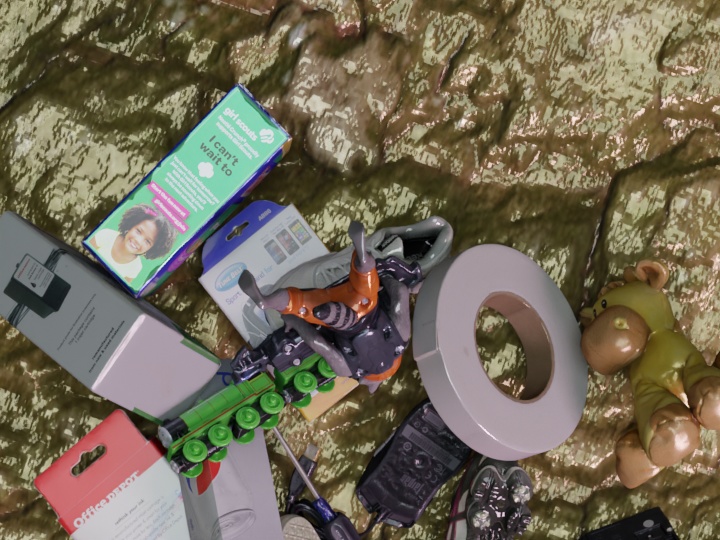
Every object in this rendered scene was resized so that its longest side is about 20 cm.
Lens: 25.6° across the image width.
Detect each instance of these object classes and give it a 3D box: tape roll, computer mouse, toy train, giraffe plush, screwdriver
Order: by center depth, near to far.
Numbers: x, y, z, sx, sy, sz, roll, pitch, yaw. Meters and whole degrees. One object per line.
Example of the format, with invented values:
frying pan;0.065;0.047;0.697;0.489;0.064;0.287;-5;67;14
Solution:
toy train;-0.101;0.121;1.449;0.199;0.042;0.056;-30;68;-31
tape roll;0.132;0.075;1.476;0.201;0.037;0.205;17;62;-36
giraffe plush;0.276;0.079;1.478;0.172;0.200;0.163;-40;84;22
screwdriver;-0.051;0.202;1.497;0.029;0.028;0.201;-31;98;35
computer mouse;0.015;0.189;1.530;0.140;0.046;0.201;29;99;-4

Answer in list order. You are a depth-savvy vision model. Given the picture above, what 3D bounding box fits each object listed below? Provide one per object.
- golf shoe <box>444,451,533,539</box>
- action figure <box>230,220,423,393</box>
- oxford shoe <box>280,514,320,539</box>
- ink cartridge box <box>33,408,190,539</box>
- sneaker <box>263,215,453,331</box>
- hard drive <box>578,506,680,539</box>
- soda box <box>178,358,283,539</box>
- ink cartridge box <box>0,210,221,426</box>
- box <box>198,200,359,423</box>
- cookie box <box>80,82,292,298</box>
golf shoe;0.114;0.260;1.518;0.076;0.088;0.202;12;111;-13
action figure;-0.031;0.056;1.387;0.199;0.194;0.105;-35;52;5
oxford shoe;-0.047;0.323;1.514;0.057;0.075;0.202;-13;108;40
ink cartridge box;-0.204;0.241;1.509;0.116;0.067;0.201;-39;90;-3
sneaker;0.000;0.000;1.477;0.199;0.081;0.076;-24;75;-21
hard drive;0.250;0.308;1.459;0.138;0.200;0.038;-20;117;-2
soda box;-0.127;0.185;1.471;0.068;0.063;0.202;4;62;-34
ink cartridge box;-0.245;0.045;1.439;0.199;0.146;0.083;34;88;32
box;-0.064;0.032;1.534;0.119;0.041;0.201;-38;87;-2
cookie box;-0.156;-0.071;1.469;0.075;0.171;0.200;44;88;-2
